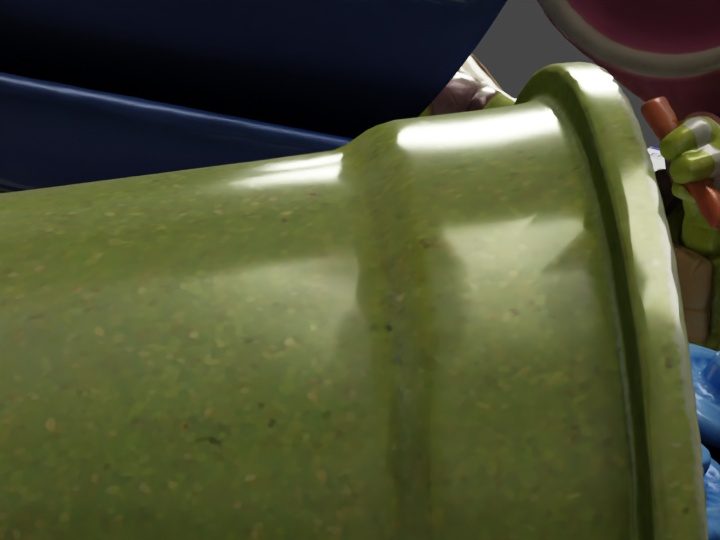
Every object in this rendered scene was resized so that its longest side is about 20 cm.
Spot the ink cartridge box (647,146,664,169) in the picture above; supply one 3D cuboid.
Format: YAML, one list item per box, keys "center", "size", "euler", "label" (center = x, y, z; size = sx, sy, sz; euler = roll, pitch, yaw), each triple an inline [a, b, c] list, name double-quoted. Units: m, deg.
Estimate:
- center: [0.120, -0.001, 1.121]
  size: [0.095, 0.037, 0.200]
  euler: [19, 31, 28]
  label: "ink cartridge box"

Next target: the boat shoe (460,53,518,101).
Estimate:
- center: [0.072, -0.037, 0.972]
  size: [0.074, 0.066, 0.200]
  euler: [44, -6, -39]
  label: "boat shoe"

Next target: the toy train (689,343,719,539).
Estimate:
- center: [0.093, 0.092, 0.637]
  size: [0.114, 0.087, 0.200]
  euler: [31, 25, 8]
  label: "toy train"

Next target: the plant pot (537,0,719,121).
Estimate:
- center: [0.150, -0.112, 0.841]
  size: [0.200, 0.200, 0.179]
  euler: [17, 6, 37]
  label: "plant pot"

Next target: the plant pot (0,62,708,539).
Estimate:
- center: [-0.053, 0.062, 0.445]
  size: [0.184, 0.201, 0.200]
  euler: [1, 7, -7]
  label: "plant pot"

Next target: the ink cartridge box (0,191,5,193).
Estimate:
- center: [-0.036, 0.054, 0.758]
  size: [0.200, 0.129, 0.125]
  euler: [14, 5, 20]
  label: "ink cartridge box"

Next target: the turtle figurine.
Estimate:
- center: [0.085, -0.013, 0.805]
  size: [0.161, 0.200, 0.064]
  euler: [24, 54, 27]
  label: "turtle figurine"

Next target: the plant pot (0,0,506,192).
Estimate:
- center: [-0.061, -0.111, 0.769]
  size: [0.200, 0.180, 0.200]
  euler: [9, 6, -23]
  label: "plant pot"
